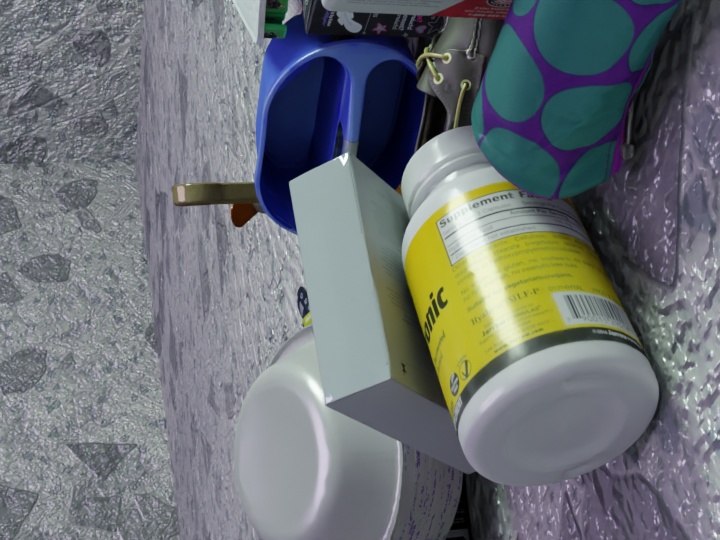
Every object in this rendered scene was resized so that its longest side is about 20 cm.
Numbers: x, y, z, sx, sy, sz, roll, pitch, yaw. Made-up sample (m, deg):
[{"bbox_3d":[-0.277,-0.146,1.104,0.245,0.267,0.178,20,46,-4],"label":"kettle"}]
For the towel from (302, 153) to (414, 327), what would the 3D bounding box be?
[{"bbox_3d":[0.000,0.000,0.973,0.201,0.018,0.087,-55,15,30],"label":"towel"}]

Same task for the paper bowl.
[{"bbox_3d":[-0.023,0.140,0.886,0.199,0.103,0.204,-5,83,51],"label":"paper bowl"}]

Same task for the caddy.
[{"bbox_3d":[-0.018,-0.115,0.970,0.106,0.139,0.202,-104,19,-45],"label":"caddy"}]

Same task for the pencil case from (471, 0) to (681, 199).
[{"bbox_3d":[0.121,-0.128,0.575,0.201,0.091,0.086,106,-169,-54],"label":"pencil case"}]

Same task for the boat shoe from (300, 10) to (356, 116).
[{"bbox_3d":[-0.012,-0.219,1.007,0.073,0.064,0.203,-31,-42,-65],"label":"boat shoe"}]

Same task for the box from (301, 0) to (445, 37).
[{"bbox_3d":[0.011,-0.297,0.888,0.133,0.113,0.203,114,151,-60],"label":"box"}]

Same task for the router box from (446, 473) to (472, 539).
[{"bbox_3d":[0.006,0.173,0.972,0.199,0.051,0.152,-23,68,51],"label":"router box"}]

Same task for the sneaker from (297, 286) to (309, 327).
[{"bbox_3d":[-0.016,0.038,1.112,0.201,0.069,0.110,107,153,-57],"label":"sneaker"}]

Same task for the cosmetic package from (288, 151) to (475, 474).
[{"bbox_3d":[0.034,0.035,0.757,0.200,0.051,0.153,35,-144,-53],"label":"cosmetic package"}]

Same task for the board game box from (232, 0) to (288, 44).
[{"bbox_3d":[-0.078,-0.305,0.951,0.200,0.025,0.203,-118,31,-65],"label":"board game box"}]

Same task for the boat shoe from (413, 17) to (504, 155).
[{"bbox_3d":[0.068,-0.122,0.805,0.072,0.060,0.204,-127,38,-63],"label":"boat shoe"}]

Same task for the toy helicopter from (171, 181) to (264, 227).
[{"bbox_3d":[-0.095,-0.078,1.141,0.132,0.198,0.080,2,95,57],"label":"toy helicopter"}]

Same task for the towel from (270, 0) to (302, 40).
[{"bbox_3d":[-0.051,-0.210,1.152,0.193,0.032,0.200,65,167,-4],"label":"towel"}]

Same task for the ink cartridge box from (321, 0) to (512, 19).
[{"bbox_3d":[0.068,-0.220,0.640,0.200,0.143,0.084,138,130,-69],"label":"ink cartridge box"}]

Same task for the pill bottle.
[{"bbox_3d":[0.086,0.012,0.672,0.112,0.110,0.202,104,158,-44],"label":"pill bottle"}]
